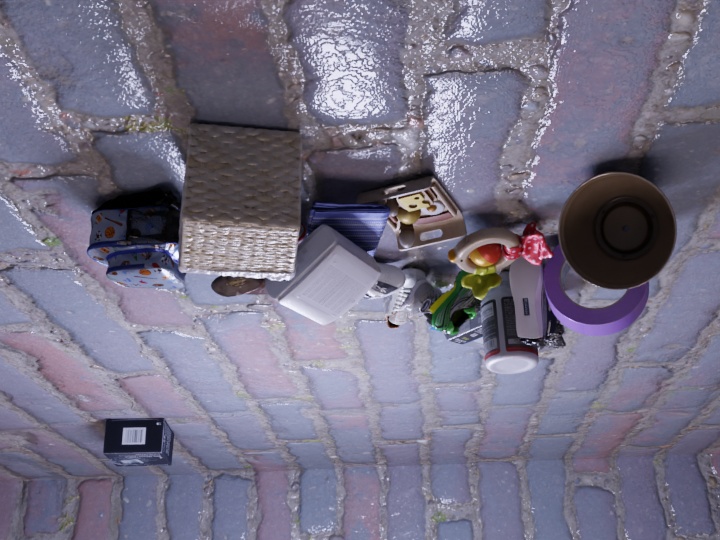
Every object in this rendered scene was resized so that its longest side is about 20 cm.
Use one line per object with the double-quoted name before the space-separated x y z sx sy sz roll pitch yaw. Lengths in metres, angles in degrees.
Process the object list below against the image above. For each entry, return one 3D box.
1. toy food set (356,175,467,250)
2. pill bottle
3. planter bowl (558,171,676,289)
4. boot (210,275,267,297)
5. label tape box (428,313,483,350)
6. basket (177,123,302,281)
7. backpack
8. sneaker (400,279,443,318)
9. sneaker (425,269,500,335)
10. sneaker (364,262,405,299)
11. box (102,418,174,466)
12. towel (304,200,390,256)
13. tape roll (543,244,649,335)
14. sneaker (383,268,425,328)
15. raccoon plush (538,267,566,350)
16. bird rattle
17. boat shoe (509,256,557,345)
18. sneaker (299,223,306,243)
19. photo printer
"toy food set" 0.097 -0.098 1.607 0.142 0.061 0.200 -12 153 22
"pill bottle" 0.319 0.112 1.895 0.114 0.202 0.116 -1 155 0
"planter bowl" 0.463 -0.073 1.557 0.198 0.203 0.134 -14 179 25
"boot" -0.169 0.017 1.631 0.184 0.065 0.200 -11 176 5
"label tape box" 0.283 0.149 2.133 0.142 0.067 0.199 17 147 -34
"basket" -0.190 -0.110 1.409 0.197 0.201 0.161 4 152 -11
"backpack" -0.400 -0.046 1.603 0.188 0.156 0.200 5 159 11
"sneaker" 0.155 0.072 1.879 0.075 0.082 0.199 -57 155 14
"sneaker" 0.231 0.056 1.824 0.085 0.200 0.078 36 174 44
"sneaker" 0.000 0.000 1.785 0.196 0.081 0.130 11 163 -2
"box" -0.739 0.579 2.934 0.194 0.119 0.200 0 156 -2
"towel" -0.031 -0.070 1.600 0.143 0.024 0.200 0 155 -10
"tape roll" 0.462 0.023 1.715 0.197 0.203 0.066 -9 153 15
"sneaker" 0.100 0.068 1.931 0.072 0.086 0.201 5 151 -10
"raccoon plush" 0.406 0.092 1.935 0.096 0.136 0.200 -9 154 18
"bird rattle" 0.262 -0.030 1.697 0.162 0.114 0.199 20 147 -41
"boat shoe" 0.362 0.048 1.815 0.074 0.203 0.092 3 -174 37
"sneaker" -0.194 -0.055 1.670 0.197 0.072 0.113 -9 159 -3
"photo printer" -0.059 0.015 1.603 0.166 0.070 0.200 -43 147 10
